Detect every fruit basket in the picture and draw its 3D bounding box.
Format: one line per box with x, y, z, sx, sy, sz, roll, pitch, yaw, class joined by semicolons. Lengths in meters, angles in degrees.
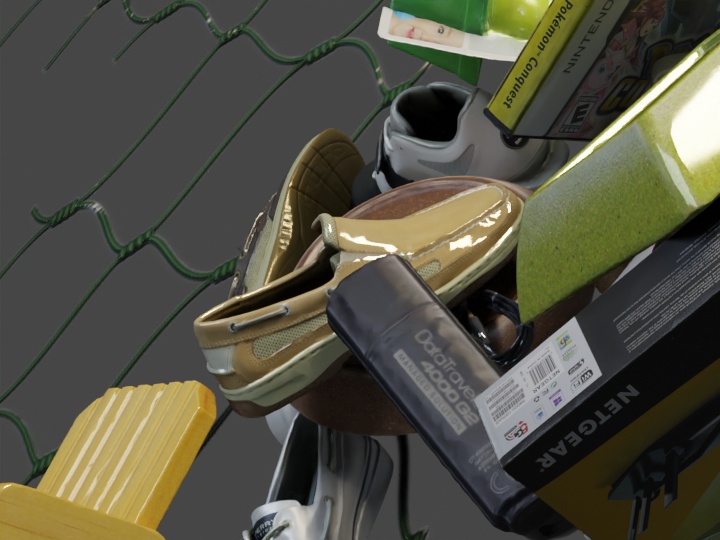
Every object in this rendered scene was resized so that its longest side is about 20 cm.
0.120;-0.182;1.830;0.199;0.094;0.185;5;38;8;fruit basket

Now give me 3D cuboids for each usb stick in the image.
0.046;0.062;1.548;0.055;0.033;0.200;-37;47;-3;usb stick

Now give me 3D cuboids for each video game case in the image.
0.177;-0.145;1.592;0.026;0.200;0.181;47;119;31;video game case

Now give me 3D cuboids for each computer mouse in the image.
0.085;0.077;1.582;0.059;0.034;0.200;-33;36;12;computer mouse

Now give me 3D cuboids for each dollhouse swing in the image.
-0.220;0.132;1.913;0.200;0.181;0.176;-8;64;58;dollhouse swing

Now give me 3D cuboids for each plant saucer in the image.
0.036;0.011;1.716;0.200;0.035;0.200;-15;39;13;plant saucer
0.162;-0.073;1.404;0.200;0.048;0.200;-42;2;-25;plant saucer

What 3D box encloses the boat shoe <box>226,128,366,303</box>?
-0.050;-0.011;1.959;0.066;0.072;0.201;-21;37;37;boat shoe

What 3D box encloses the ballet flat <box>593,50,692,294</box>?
0.172;-0.070;1.592;0.200;0.072;0.068;-56;12;27;ballet flat

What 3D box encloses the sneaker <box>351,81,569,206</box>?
0.044;-0.083;1.895;0.200;0.088;0.074;-13;41;56;sneaker

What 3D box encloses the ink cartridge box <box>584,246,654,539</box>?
0.171;0.036;1.483;0.161;0.050;0.200;-51;15;25;ink cartridge box

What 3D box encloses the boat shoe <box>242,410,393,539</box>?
-0.038;0.157;1.660;0.074;0.067;0.200;-33;26;31;boat shoe

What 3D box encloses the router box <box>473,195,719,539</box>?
0.176;0.050;1.331;0.200;0.157;0.052;-41;36;15;router box

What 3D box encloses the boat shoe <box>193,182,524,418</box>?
0.000;0.000;1.648;0.200;0.076;0.072;-33;19;-11;boat shoe

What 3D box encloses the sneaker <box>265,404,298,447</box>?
0.014;0.022;1.785;0.085;0.073;0.200;-14;37;56;sneaker
